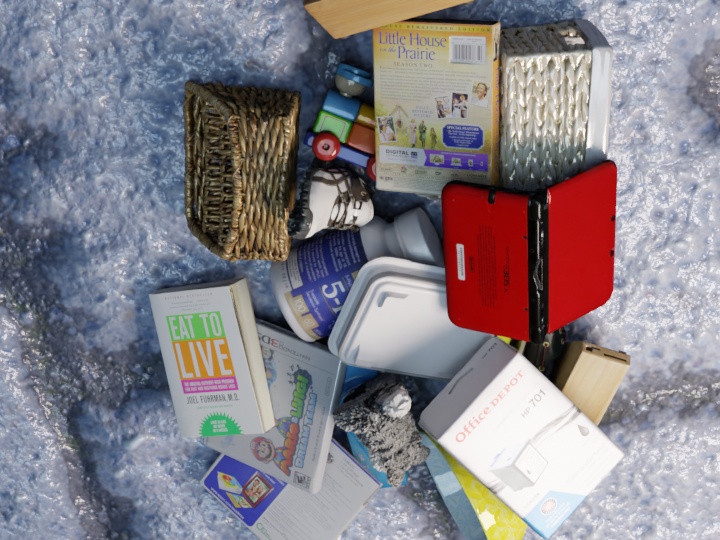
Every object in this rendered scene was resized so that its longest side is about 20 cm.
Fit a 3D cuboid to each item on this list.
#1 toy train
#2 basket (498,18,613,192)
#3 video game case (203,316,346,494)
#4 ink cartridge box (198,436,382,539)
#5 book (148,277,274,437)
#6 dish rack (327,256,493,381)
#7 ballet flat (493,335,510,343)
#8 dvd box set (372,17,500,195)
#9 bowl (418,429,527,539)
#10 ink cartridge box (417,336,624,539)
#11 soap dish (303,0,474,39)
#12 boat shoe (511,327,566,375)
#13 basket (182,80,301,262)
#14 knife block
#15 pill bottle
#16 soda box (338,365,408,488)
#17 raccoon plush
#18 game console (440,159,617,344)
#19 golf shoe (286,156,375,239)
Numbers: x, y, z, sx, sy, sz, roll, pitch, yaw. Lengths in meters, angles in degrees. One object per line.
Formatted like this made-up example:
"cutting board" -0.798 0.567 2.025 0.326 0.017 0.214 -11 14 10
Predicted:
"toy train" 0.041 -0.165 1.581 0.200 0.085 0.116 21 101 -5
"basket" 0.215 -0.179 1.515 0.123 0.136 0.200 -3 115 -2
"video game case" -0.115 0.172 1.723 0.182 0.024 0.200 20 110 24
"ink cartridge box" -0.092 0.285 1.783 0.198 0.047 0.200 42 112 8
"book" -0.195 0.117 1.713 0.134 0.048 0.200 -7 101 26
"dish rack" 0.075 0.070 1.598 0.200 0.044 0.172 10 128 -19
"ballet flat" 0.167 0.036 1.670 0.067 0.067 0.200 -26 112 -16
"dvd box set" 0.085 -0.184 1.481 0.146 0.029 0.200 6 111 23
"bowl" 0.170 0.276 1.723 0.108 0.200 0.200 -27 111 -9
"ink cartridge box" 0.193 0.202 1.579 0.200 0.086 0.146 43 89 -19
"soap dish" 0.041 -0.338 1.458 0.200 0.157 0.081 -14 124 11
"boat shoe" 0.232 0.082 1.673 0.063 0.074 0.201 15 116 2
"basket" -0.154 -0.115 1.580 0.149 0.143 0.200 6 115 2
"knife block" 0.270 0.181 1.667 0.064 0.200 0.176 16 85 -3
"pill bottle" 0.000 0.000 1.633 0.200 0.120 0.120 -24 110 15
"soda box" 0.013 0.192 1.747 0.064 0.068 0.200 -11 113 10
"raccoon plush" 0.041 0.211 1.622 0.097 0.200 0.134 -35 97 -3
"game console" 0.194 -0.030 1.504 0.172 0.119 0.200 11 127 23
"golf shoe" -0.029 -0.082 1.550 0.094 0.200 0.078 22 115 1
